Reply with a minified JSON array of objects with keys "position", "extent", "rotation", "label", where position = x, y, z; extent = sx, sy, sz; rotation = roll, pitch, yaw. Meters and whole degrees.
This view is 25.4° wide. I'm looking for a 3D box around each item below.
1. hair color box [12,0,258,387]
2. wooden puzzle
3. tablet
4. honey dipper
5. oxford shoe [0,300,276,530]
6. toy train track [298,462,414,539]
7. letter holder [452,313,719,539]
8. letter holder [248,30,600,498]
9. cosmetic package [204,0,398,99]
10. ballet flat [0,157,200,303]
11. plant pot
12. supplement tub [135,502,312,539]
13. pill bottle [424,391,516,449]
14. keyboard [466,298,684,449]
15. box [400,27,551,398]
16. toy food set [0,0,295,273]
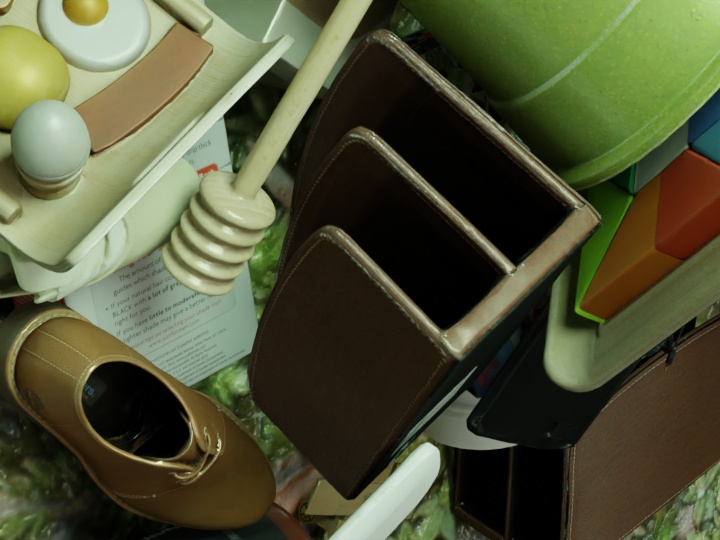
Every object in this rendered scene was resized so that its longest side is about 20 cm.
[{"position":[-0.122,-0.033,0.798],"extent":[0.111,0.064,0.200],"rotation":[-28,125,-34],"label":"hair color box"},{"position":[0.150,-0.060,0.725],"extent":[0.037,0.200,0.185],"rotation":[25,54,-19],"label":"wooden puzzle"},{"position":[-0.034,0.164,0.773],"extent":[0.200,0.014,0.130],"rotation":[-45,169,-9],"label":"tablet"},{"position":[-0.029,-0.074,0.683],"extent":[0.038,0.038,0.200],"rotation":[-1,132,-45],"label":"honey dipper"},{"position":[-0.095,0.087,0.779],"extent":[0.071,0.071,0.200],"rotation":[-59,139,-10],"label":"oxford shoe"},{"position":[-0.024,0.176,1.002],"extent":[0.115,0.033,0.200],"rotation":[16,99,-54],"label":"toy train track"},{"position":[0.168,0.092,1.092],"extent":[0.200,0.101,0.142],"rotation":[-30,134,-35],"label":"letter holder"},{"position":[0.000,0.000,0.762],"extent":[0.101,0.142,0.200],"rotation":[-42,171,-27],"label":"letter holder"},{"position":[-0.017,-0.194,0.814],"extent":[0.071,0.105,0.200],"rotation":[30,82,-45],"label":"cosmetic package"},{"position":[-0.165,-0.007,0.702],"extent":[0.200,0.069,0.070],"rotation":[-11,116,-9],"label":"ballet flat"},{"position":[0.072,-0.170,0.712],"extent":[0.190,0.200,0.200],"rotation":[35,78,-15],"label":"plant pot"},{"position":[-0.117,0.200,0.859],"extent":[0.200,0.107,0.107],"rotation":[-18,117,-40],"label":"supplement tub"},{"position":[0.073,0.003,0.971],"extent":[0.112,0.112,0.200],"rotation":[-21,118,-39],"label":"pill bottle"},{"position":[0.139,0.014,0.864],"extent":[0.104,0.040,0.200],"rotation":[17,119,-33],"label":"keyboard"},{"position":[0.085,-0.048,0.869],"extent":[0.137,0.038,0.200],"rotation":[-28,118,-15],"label":"box"},{"position":[-0.148,-0.111,0.674],"extent":[0.144,0.200,0.060],"rotation":[-49,178,-22],"label":"toy food set"}]
